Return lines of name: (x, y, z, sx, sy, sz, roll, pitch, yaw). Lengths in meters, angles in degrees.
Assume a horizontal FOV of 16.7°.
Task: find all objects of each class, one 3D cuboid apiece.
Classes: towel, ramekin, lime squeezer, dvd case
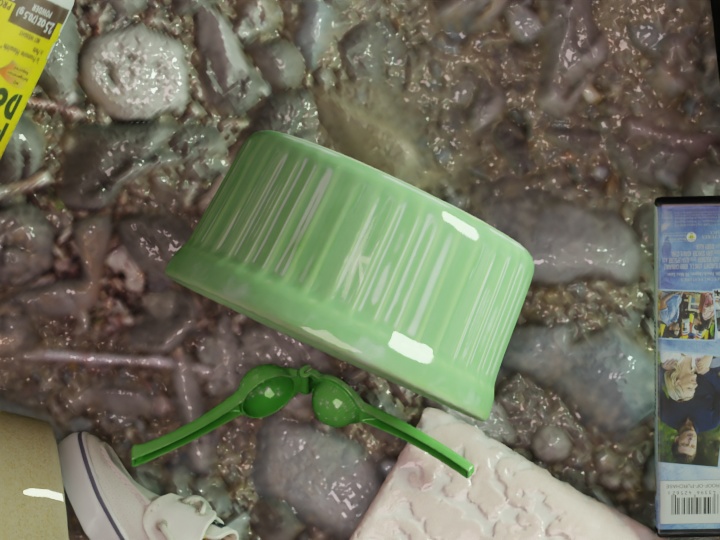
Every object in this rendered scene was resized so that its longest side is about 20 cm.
towel: (0.077, 0.205, 1.425, 0.200, 0.032, 0.191, 30, 77, 11)
ramekin: (0.000, 0.000, 1.375, 0.200, 0.200, 0.098, 25, 87, -1)
lime squeezer: (-0.032, 0.085, 1.442, 0.199, 0.071, 0.038, 3, 124, 0)
dvd case: (0.239, 0.055, 1.394, 0.142, 0.018, 0.200, -1, 104, 2)

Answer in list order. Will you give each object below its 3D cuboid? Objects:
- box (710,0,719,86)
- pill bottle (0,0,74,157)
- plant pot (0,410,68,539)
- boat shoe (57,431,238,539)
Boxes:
box: (0.265, -0.150, 1.379, 0.124, 0.149, 0.200, -7, 95, 1)
pill bottle: (-0.252, -0.098, 1.411, 0.109, 0.109, 0.200, 26, 94, -1)
plant pot: (-0.272, 0.146, 1.408, 0.200, 0.187, 0.188, -5, 94, -12)
boat shoe: (-0.104, 0.165, 1.426, 0.070, 0.071, 0.200, -37, 66, 3)
